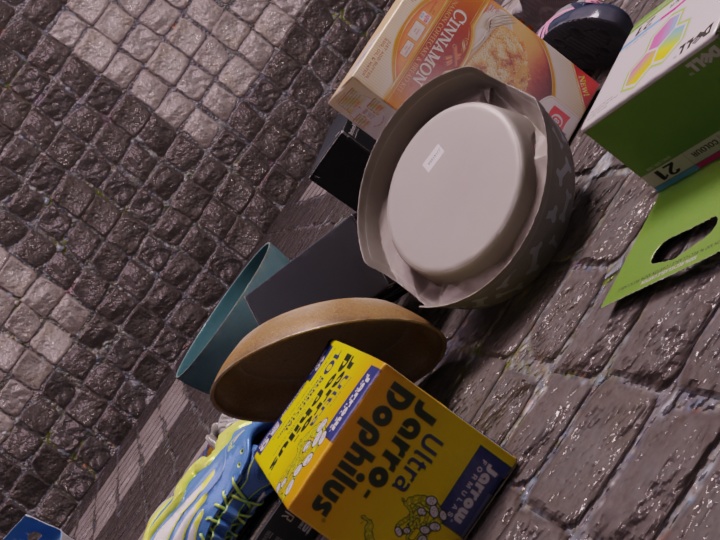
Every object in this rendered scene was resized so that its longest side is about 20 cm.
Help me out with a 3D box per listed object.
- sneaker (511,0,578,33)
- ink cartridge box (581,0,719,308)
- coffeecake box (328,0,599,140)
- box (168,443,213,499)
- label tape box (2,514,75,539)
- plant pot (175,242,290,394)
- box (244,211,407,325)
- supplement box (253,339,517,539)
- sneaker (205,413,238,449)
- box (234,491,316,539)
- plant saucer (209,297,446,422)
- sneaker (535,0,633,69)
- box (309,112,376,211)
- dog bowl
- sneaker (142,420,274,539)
[{"bbox_3d":[0.236,-0.336,1.397,0.113,0.077,0.200,-56,10,0],"label":"sneaker"},{"bbox_3d":[0.199,-0.092,0.745,0.201,0.075,0.148,-58,10,-26],"label":"ink cartridge box"},{"bbox_3d":[0.096,-0.162,1.114,0.154,0.199,0.073,-58,10,-21],"label":"coffeecake box"},{"bbox_3d":[-0.199,0.283,1.514,0.137,0.040,0.200,-54,9,9],"label":"box"},{"bbox_3d":[-0.300,0.350,1.297,0.143,0.199,0.066,-40,18,55],"label":"label tape box"},{"bbox_3d":[-0.117,0.087,1.500,0.201,0.134,0.200,-52,10,12],"label":"plant pot"},{"bbox_3d":[0.000,0.000,1.180,0.141,0.079,0.200,-27,-5,-43],"label":"box"},{"bbox_3d":[0.008,0.128,0.829,0.109,0.109,0.200,-55,10,-6],"label":"supplement box"},{"bbox_3d":[-0.108,0.178,1.292,0.200,0.087,0.075,-40,14,51],"label":"sneaker"},{"bbox_3d":[-0.075,0.221,1.113,0.201,0.043,0.160,-55,10,-3],"label":"box"},{"bbox_3d":[-0.028,0.070,0.996,0.200,0.198,0.036,-44,52,46],"label":"plant saucer"},{"bbox_3d":[0.217,-0.239,1.181,0.083,0.070,0.200,-59,12,-9],"label":"sneaker"},{"bbox_3d":[0.025,-0.138,1.517,0.079,0.141,0.200,-49,10,24],"label":"box"},{"bbox_3d":[0.087,-0.061,0.980,0.199,0.058,0.202,-19,62,40],"label":"dog bowl"},{"bbox_3d":[-0.122,0.198,1.060,0.105,0.075,0.201,-42,15,50],"label":"sneaker"}]
